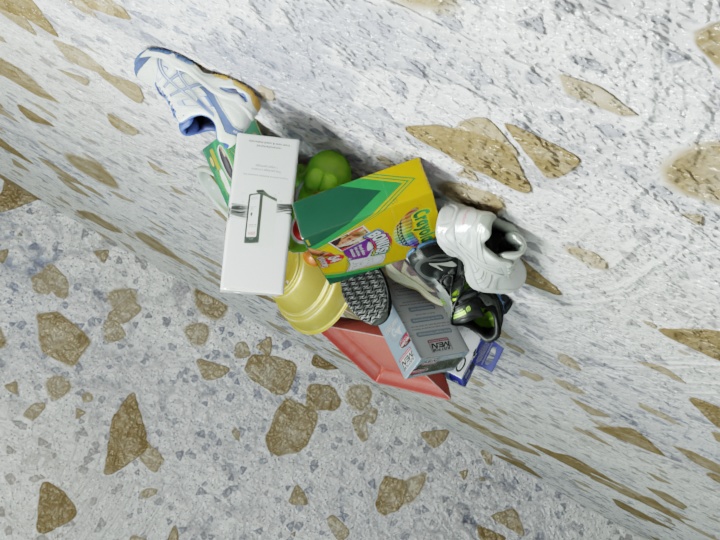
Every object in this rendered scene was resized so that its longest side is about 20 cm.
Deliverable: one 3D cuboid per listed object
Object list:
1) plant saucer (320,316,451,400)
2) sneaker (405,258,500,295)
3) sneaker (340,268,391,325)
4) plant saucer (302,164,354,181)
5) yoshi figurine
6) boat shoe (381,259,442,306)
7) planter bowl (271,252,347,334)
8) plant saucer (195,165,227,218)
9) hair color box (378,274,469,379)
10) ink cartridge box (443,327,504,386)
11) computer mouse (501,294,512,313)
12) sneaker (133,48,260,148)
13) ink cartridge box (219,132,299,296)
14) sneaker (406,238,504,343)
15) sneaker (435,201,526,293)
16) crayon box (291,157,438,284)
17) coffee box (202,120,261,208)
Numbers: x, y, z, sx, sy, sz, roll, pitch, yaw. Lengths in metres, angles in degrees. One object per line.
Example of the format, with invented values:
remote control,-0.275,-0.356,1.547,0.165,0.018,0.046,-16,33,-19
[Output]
plant saucer,0.042,0.142,1.878,0.200,0.037,0.200,8,151,50
sneaker,0.117,-0.015,1.598,0.200,0.075,0.082,31,166,-18
sneaker,0.000,0.000,1.672,0.200,0.070,0.090,58,-166,23
plant saucer,-0.024,-0.104,1.652,0.200,0.032,0.200,27,167,7
yoshi figurine,-0.055,-0.096,1.535,0.112,0.112,0.200,-9,156,-16
boat shoe,0.116,0.001,1.680,0.200,0.072,0.065,25,141,-35
planter bowl,-0.099,-0.001,1.780,0.083,0.201,0.200,16,179,-41
plant saucer,-0.195,-0.116,1.878,0.200,0.050,0.200,41,165,13
hair color box,0.078,0.066,1.715,0.099,0.200,0.061,-6,146,-34
ink cartridge box,0.148,0.110,1.908,0.200,0.137,0.076,25,169,17
computer mouse,0.211,0.042,1.733,0.058,0.034,0.200,27,168,11
sneaker,-0.234,-0.230,1.463,0.200,0.088,0.075,24,169,23
ink cartridge box,-0.133,-0.068,1.441,0.084,0.201,0.146,6,177,-7
sneaker,0.140,0.028,1.518,0.071,0.083,0.200,-31,124,22
sneaker,0.182,-0.020,1.448,0.099,0.078,0.200,8,161,38
crayon box,0.016,-0.060,1.446,0.172,0.058,0.200,-18,161,3
coffee box,-0.176,-0.149,1.637,0.123,0.044,0.200,67,161,-4
